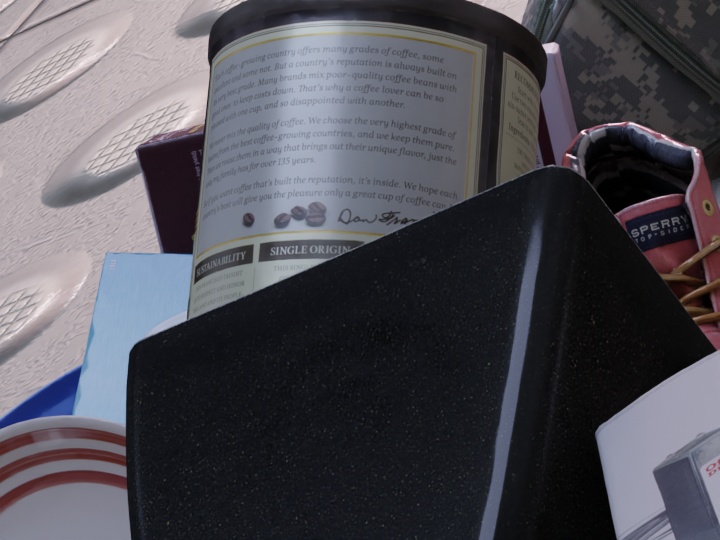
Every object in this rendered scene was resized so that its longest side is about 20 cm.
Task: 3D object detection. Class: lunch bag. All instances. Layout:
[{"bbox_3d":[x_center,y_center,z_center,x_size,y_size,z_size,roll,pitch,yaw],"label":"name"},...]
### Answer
[{"bbox_3d":[0.156,-0.136,1.467,0.168,0.139,0.200,-48,10,30],"label":"lunch bag"}]

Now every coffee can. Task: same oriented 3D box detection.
[{"bbox_3d":[0.000,0.000,1.184,0.146,0.146,0.201,-13,65,44],"label":"coffee can"}]

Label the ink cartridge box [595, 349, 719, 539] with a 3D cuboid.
[{"bbox_3d":[0.147,0.124,0.856,0.085,0.146,0.200,-30,20,13],"label":"ink cartridge box"}]

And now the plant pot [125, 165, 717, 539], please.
[{"bbox_3d":[0.035,0.120,1.002,0.199,0.200,0.178,-23,36,27],"label":"plant pot"}]

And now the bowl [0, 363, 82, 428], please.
[{"bbox_3d":[-0.154,0.111,1.509,0.200,0.039,0.201,-30,21,12],"label":"bowl"}]

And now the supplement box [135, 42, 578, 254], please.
[{"bbox_3d":[0.006,-0.031,1.321,0.199,0.109,0.061,-12,8,7],"label":"supplement box"}]

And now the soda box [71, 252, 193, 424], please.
[{"bbox_3d":[-0.089,0.094,1.236,0.068,0.064,0.201,1,65,18],"label":"soda box"}]

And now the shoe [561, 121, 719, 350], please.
[{"bbox_3d":[0.130,0.017,1.161,0.071,0.091,0.200,-20,32,-1],"label":"shoe"}]

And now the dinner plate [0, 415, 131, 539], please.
[{"bbox_3d":[-0.110,0.158,1.147,0.200,0.201,0.024,-23,-9,27],"label":"dinner plate"}]
